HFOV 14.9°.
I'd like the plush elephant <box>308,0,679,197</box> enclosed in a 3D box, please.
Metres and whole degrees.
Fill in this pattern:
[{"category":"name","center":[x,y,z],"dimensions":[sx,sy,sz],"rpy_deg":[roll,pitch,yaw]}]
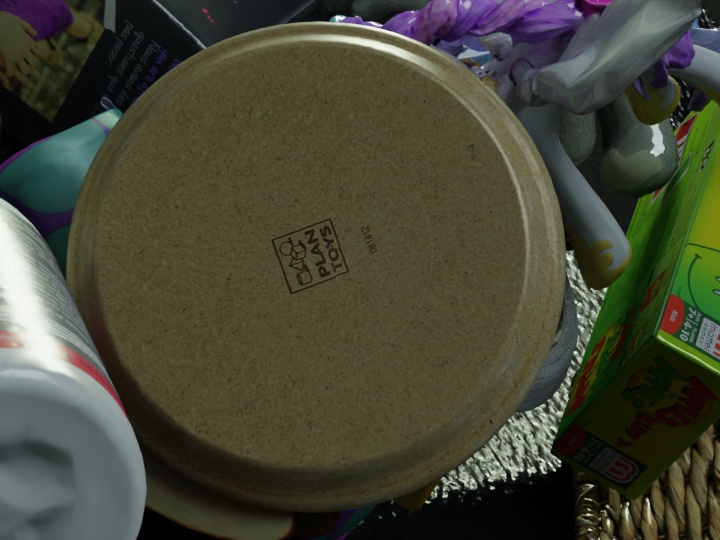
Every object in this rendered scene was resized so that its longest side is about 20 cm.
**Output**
[{"category":"plush elephant","center":[0.044,-0.115,1.304],"dimensions":[0.155,0.200,0.165],"rpy_deg":[-15,18,-12]}]

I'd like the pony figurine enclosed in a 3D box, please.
[{"category":"pony figurine","center":[0.085,-0.094,1.152],"dimensions":[0.200,0.193,0.167],"rpy_deg":[24,26,-44]}]

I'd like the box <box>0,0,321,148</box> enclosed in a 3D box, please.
[{"category":"box","center":[-0.134,-0.142,1.211],"dimensions":[0.200,0.106,0.122],"rpy_deg":[43,32,0]}]

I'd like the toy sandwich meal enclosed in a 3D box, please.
[{"category":"toy sandwich meal","center":[-0.019,0.008,1.030],"dimensions":[0.205,0.205,0.070],"rpy_deg":[50,-5,12]}]

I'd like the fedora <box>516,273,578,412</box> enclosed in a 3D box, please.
[{"category":"fedora","center":[0.000,0.000,1.203],"dimensions":[0.200,0.090,0.177],"rpy_deg":[25,37,-35]}]

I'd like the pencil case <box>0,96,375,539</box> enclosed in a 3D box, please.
[{"category":"pencil case","center":[-0.067,0.026,1.107],"dimensions":[0.085,0.092,0.200],"rpy_deg":[-41,85,-21]}]

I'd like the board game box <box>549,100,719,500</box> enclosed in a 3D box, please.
[{"category":"board game box","center":[0.153,-0.003,1.255],"dimensions":[0.048,0.102,0.200],"rpy_deg":[29,49,-6]}]

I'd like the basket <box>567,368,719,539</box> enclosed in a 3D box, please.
[{"category":"basket","center":[0.188,0.133,1.275],"dimensions":[0.200,0.149,0.143],"rpy_deg":[-91,158,-49]}]

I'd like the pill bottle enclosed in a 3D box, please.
[{"category":"pill bottle","center":[-0.149,0.035,0.956],"dimensions":[0.111,0.111,0.200],"rpy_deg":[22,18,-28]}]
